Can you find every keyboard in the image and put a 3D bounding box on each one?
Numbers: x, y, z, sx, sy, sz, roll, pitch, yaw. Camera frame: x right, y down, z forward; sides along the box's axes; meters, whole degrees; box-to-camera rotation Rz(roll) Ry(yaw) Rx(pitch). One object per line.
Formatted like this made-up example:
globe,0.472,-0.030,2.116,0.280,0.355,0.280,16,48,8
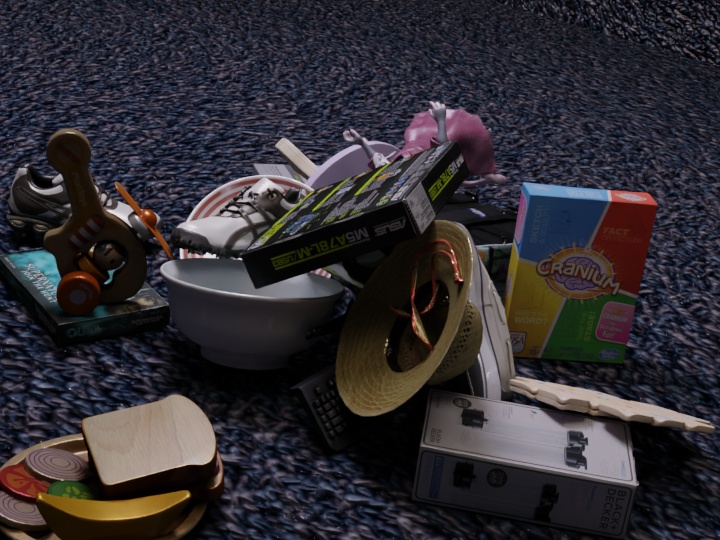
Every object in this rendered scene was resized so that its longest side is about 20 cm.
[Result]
keyboard,-0.002,0.095,1.194,0.199,0.021,0.128,-25,82,-53

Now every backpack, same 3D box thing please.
backpack,0.087,-0.015,1.402,0.177,0.152,0.199,26,19,40

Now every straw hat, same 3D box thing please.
straw hat,0.070,0.061,1.118,0.085,0.202,0.201,29,11,-30

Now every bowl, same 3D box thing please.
bowl,-0.119,0.050,1.244,0.198,0.092,0.201,8,10,-1

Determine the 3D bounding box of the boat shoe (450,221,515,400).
boat shoe,0.126,0.045,1.264,0.065,0.202,0.072,3,-25,-44

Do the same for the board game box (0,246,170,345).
board game box,-0.323,0.022,1.350,0.134,0.028,0.200,-10,29,-34

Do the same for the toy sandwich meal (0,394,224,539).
toy sandwich meal,-0.212,0.171,0.983,0.202,0.071,0.206,6,23,-3

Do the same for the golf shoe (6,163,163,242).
golf shoe,-0.349,-0.085,1.488,0.197,0.096,0.078,6,22,-9

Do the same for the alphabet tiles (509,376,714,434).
alphabet tiles,0.253,0.138,1.183,0.198,0.015,0.195,13,-1,-27

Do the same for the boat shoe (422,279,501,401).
boat shoe,0.091,0.074,1.189,0.066,0.202,0.070,0,-18,-26

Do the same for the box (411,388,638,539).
box,0.153,0.178,1.091,0.197,0.061,0.117,9,23,4

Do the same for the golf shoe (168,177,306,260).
golf shoe,-0.135,-0.060,1.328,0.077,0.096,0.199,11,8,39

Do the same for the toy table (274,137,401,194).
toy table,-0.036,-0.094,1.545,0.199,0.185,0.117,-35,25,-12

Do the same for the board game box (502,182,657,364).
board game box,0.246,0.005,1.343,0.151,0.202,0.040,4,23,-7

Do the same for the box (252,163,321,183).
box,-0.051,-0.114,1.736,0.198,0.042,0.156,1,24,-17

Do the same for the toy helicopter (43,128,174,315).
toy helicopter,-0.281,-0.058,1.254,0.131,0.202,0.079,-14,26,-4

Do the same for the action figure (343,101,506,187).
action figure,0.073,-0.133,1.455,0.133,0.150,0.200,-7,23,40

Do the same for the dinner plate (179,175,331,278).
dinner plate,-0.121,-0.029,1.426,0.197,0.024,0.202,-1,58,1

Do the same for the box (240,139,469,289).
box,-0.001,-0.060,1.204,0.192,0.048,0.200,-20,14,26

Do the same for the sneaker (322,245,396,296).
sneaker,0.000,0.000,1.296,0.074,0.081,0.200,-39,31,-9
